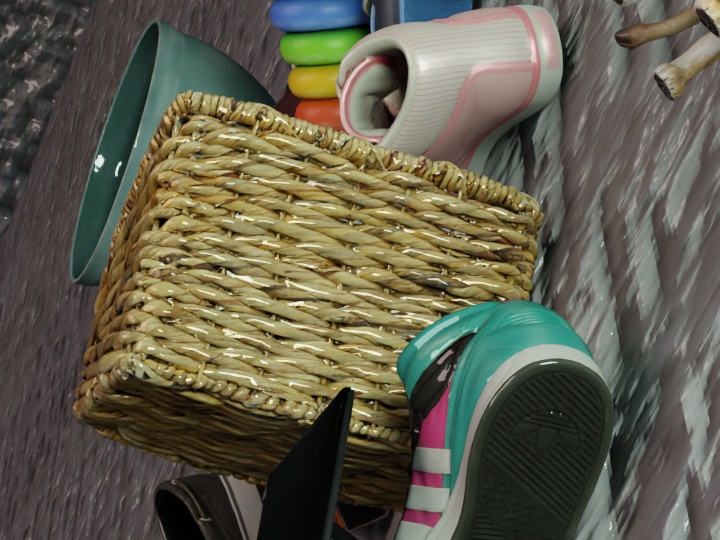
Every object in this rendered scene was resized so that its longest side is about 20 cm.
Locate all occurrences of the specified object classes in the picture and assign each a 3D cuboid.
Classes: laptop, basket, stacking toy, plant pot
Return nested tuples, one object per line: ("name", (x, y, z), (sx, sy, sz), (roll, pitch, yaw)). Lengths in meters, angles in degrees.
("laptop", (-0.002, 0.178, 1.154), (0.103, 0.200, 0.178), (-11, 54, 34))
("basket", (-0.028, 0.023, 1.269), (0.143, 0.199, 0.150), (135, 147, -66))
("stacking toy", (-0.020, -0.135, 1.603), (0.085, 0.085, 0.201), (-149, 53, -76))
("plant pot", (-0.118, -0.067, 1.885), (0.200, 0.134, 0.201), (-162, 90, -77))

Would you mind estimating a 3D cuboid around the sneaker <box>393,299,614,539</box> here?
("sneaker", (0.045, 0.093, 1.133), (0.121, 0.083, 0.200), (-98, 29, -61))

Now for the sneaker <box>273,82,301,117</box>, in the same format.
("sneaker", (-0.037, -0.080, 1.710), (0.200, 0.075, 0.116), (-89, 24, -51))

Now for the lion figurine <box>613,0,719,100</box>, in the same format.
("lion figurine", (0.160, -0.135, 0.986), (0.122, 0.073, 0.200), (-40, 3, -8))

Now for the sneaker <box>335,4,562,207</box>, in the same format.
("sneaker", (0.021, -0.079, 1.378), (0.200, 0.104, 0.076), (-46, 58, 59))

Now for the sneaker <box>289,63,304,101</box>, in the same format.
("sneaker", (0.015, -0.196, 1.649), (0.115, 0.075, 0.201), (164, 123, -71))

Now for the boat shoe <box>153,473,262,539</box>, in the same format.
("boat shoe", (-0.074, 0.190, 1.475), (0.200, 0.056, 0.069), (-113, 30, -50))

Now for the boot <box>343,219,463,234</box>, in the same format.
("boot", (0.000, 0.000, 1.407), (0.200, 0.095, 0.074), (160, 127, -73))

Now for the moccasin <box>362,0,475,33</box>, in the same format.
("moccasin", (0.026, -0.162, 1.535), (0.068, 0.080, 0.201), (-45, 29, 47))

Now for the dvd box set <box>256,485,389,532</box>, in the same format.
("dvd box set", (-0.048, 0.074, 1.471), (0.147, 0.029, 0.200), (68, 165, -4))
